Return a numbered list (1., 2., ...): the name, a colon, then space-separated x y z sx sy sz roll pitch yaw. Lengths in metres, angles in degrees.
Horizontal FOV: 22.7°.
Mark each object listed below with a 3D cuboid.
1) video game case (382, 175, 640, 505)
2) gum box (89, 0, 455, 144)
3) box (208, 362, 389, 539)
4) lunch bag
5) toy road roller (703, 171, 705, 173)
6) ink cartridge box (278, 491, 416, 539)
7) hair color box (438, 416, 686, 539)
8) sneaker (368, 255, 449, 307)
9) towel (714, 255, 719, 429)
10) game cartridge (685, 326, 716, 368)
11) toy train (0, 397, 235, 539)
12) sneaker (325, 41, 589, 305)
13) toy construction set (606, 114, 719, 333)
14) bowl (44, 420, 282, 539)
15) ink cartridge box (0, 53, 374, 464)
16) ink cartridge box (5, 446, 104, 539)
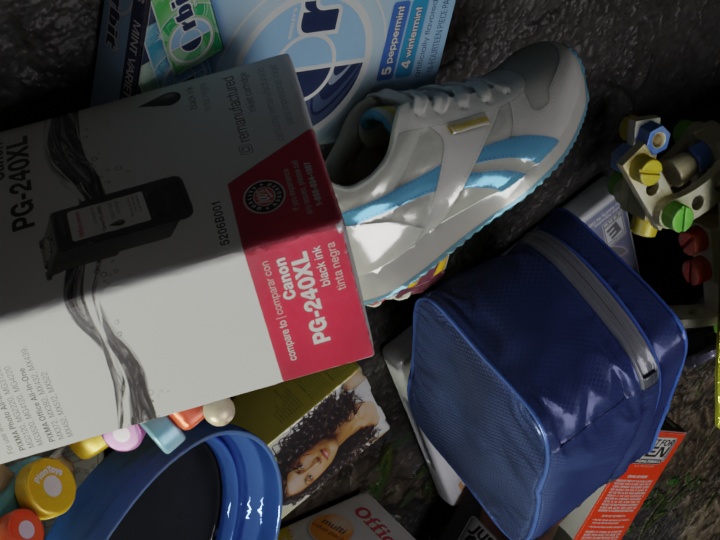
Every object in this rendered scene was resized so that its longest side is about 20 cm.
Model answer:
1. video game case: 0.116 0.053 1.248 0.200 0.023 0.182 -38 141 -14
2. gum box: -0.036 -0.143 0.920 0.200 0.045 0.170 -14 132 -36
3. box: -0.078 0.128 1.104 0.200 0.050 0.075 -39 140 -11
4. lunch bag: 0.120 0.067 1.123 0.132 0.136 0.200 -32 156 -18
5. toy road roller: 0.341 -0.115 1.247 0.200 0.123 0.146 -19 122 -31
6. ink cartridge box: -0.024 0.252 1.198 0.200 0.129 0.126 -21 134 -31
7. hair color box: 0.132 0.166 1.262 0.061 0.101 0.200 10 114 -47
8. sneaker: 0.000 0.000 1.051 0.200 0.075 0.090 -44 136 -4
9. towel: 0.272 0.010 1.178 0.086 0.018 0.201 -19 123 -25
10. game cartridge: 0.304 0.023 1.290 0.200 0.038 0.130 -28 169 22
11. toy train: -0.142 0.084 0.885 0.200 0.150 0.056 -41 104 -5
12. sneaker: 0.045 -0.069 0.966 0.200 0.076 0.081 -42 119 -23
13. toy construction set: 0.217 -0.017 1.190 0.131 0.092 0.200 -22 135 -24
14. bowl: -0.117 0.174 0.990 0.201 0.039 0.201 -43 145 -41
15. ink cartridge box: -0.109 -0.007 0.831 0.199 0.145 0.084 -16 131 -2
16. ink cartridge box: -0.228 0.108 0.948 0.200 0.045 0.177 -18 131 -33
